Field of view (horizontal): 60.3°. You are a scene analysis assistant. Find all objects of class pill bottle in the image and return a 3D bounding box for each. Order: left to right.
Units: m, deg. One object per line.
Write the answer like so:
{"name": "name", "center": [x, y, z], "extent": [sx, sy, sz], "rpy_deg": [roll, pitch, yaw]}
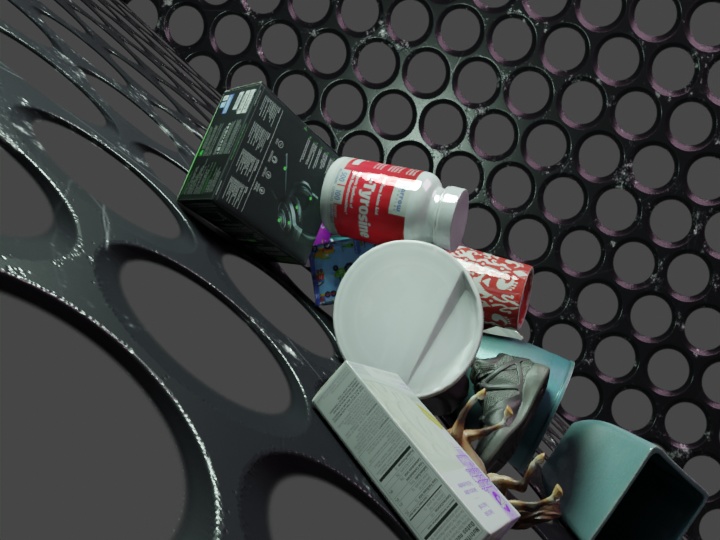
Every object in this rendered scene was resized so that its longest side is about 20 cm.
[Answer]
{"name": "pill bottle", "center": [0.049, -0.090, 0.881], "extent": [0.195, 0.116, 0.112], "rpy_deg": [14, -4, 23]}

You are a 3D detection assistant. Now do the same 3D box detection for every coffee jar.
{"name": "coffee jar", "center": [0.082, 0.131, 0.970], "extent": [0.104, 0.086, 0.200], "rpy_deg": [40, 6, -46]}

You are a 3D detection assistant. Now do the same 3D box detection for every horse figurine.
{"name": "horse figurine", "center": [0.137, 0.220, 0.691], "extent": [0.201, 0.132, 0.050], "rpy_deg": [50, 27, 0]}

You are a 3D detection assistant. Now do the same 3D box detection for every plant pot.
{"name": "plant pot", "center": [0.234, 0.202, 1.055], "extent": [0.184, 0.205, 0.200], "rpy_deg": [27, 3, 16]}
{"name": "plant pot", "center": [0.437, 0.383, 1.095], "extent": [0.195, 0.198, 0.199], "rpy_deg": [38, -2, -26]}

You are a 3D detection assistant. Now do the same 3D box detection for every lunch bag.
{"name": "lunch bag", "center": [0.000, 0.000, 1.028], "extent": [0.200, 0.146, 0.097], "rpy_deg": [30, 51, -87]}

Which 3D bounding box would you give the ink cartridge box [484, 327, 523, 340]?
{"name": "ink cartridge box", "center": [0.207, 0.140, 1.259], "extent": [0.200, 0.177, 0.045], "rpy_deg": [46, 8, 29]}

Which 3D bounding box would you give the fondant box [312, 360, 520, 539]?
{"name": "fondant box", "center": [0.057, 0.186, 0.610], "extent": [0.200, 0.058, 0.144], "rpy_deg": [48, 8, 27]}

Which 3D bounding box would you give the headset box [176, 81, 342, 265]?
{"name": "headset box", "center": [-0.129, -0.126, 0.880], "extent": [0.091, 0.179, 0.199], "rpy_deg": [5, -21, 43]}

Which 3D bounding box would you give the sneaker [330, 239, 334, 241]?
{"name": "sneaker", "center": [-0.062, -0.083, 1.260], "extent": [0.081, 0.074, 0.205], "rpy_deg": [7, 59, -41]}

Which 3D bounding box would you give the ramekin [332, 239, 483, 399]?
{"name": "ramekin", "center": [0.065, 0.070, 0.835], "extent": [0.202, 0.203, 0.094], "rpy_deg": [43, -4, 14]}

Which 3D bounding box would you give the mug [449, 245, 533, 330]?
{"name": "mug", "center": [0.198, 0.032, 1.093], "extent": [0.195, 0.137, 0.178], "rpy_deg": [13, -15, 24]}

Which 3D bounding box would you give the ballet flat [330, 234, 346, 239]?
{"name": "ballet flat", "center": [-0.071, -0.086, 1.153], "extent": [0.067, 0.071, 0.197], "rpy_deg": [-8, 3, -42]}

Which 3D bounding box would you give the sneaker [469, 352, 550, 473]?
{"name": "sneaker", "center": [0.191, 0.203, 0.912], "extent": [0.112, 0.201, 0.077], "rpy_deg": [20, -33, 29]}

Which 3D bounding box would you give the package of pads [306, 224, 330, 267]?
{"name": "package of pads", "center": [-0.125, -0.098, 1.023], "extent": [0.074, 0.124, 0.199], "rpy_deg": [10, -15, 37]}
